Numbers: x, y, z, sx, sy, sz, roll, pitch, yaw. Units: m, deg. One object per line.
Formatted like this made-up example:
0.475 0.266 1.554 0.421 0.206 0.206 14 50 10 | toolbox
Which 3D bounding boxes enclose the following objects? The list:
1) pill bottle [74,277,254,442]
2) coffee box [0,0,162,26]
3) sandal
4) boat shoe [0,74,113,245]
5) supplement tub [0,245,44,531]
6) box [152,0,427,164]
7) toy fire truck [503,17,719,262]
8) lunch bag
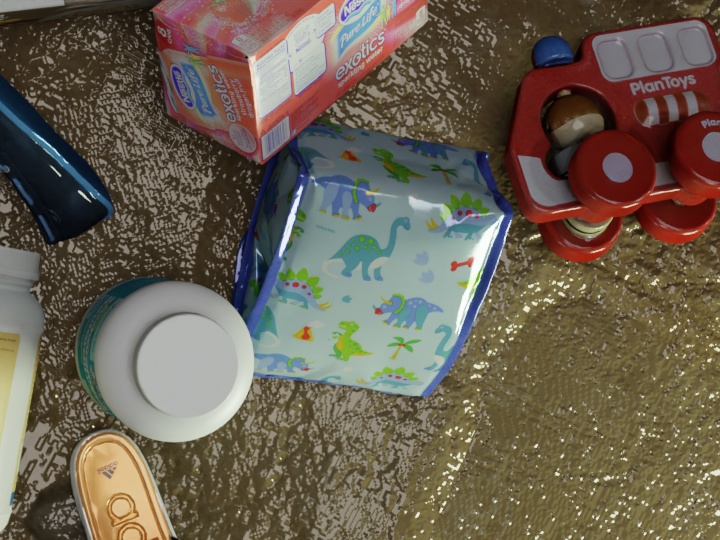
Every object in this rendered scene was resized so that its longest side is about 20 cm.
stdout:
-0.138 0.061 1.377 0.110 0.200 0.112 0 90 -15 | pill bottle
-0.232 -0.220 1.393 0.199 0.114 0.080 -9 93 -15 | coffee box
-0.162 0.219 1.446 0.079 0.059 0.208 -24 97 -13 | sandal
-0.255 -0.084 1.381 0.069 0.084 0.200 -38 122 5 | boat shoe
-0.301 0.076 1.364 0.144 0.145 0.201 11 88 -14 | supplement tub
-0.047 -0.184 1.400 0.094 0.103 0.200 28 54 27 | box
0.203 -0.110 1.524 0.199 0.112 0.169 -10 69 -15 | toy fire truck
0.000 0.000 1.455 0.169 0.128 0.201 10 118 -14 | lunch bag
